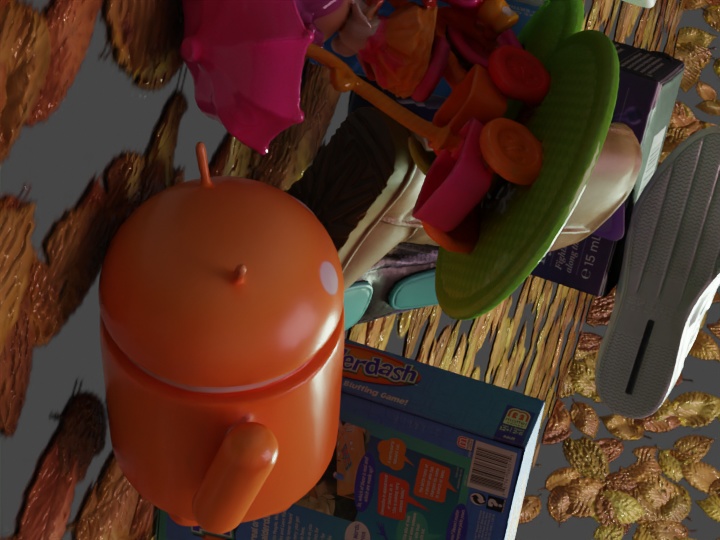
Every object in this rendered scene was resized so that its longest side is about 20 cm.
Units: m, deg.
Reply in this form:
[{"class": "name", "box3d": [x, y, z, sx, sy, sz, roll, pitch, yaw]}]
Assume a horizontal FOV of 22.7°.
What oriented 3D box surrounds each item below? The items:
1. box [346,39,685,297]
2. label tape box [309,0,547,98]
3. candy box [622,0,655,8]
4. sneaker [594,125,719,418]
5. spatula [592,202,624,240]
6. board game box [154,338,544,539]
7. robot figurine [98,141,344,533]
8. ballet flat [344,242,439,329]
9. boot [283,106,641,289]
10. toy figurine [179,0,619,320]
[{"class": "box", "box3d": [0.096, -0.089, 1.183, 0.104, 0.199, 0.149, -35, 140, -67]}, {"class": "label tape box", "box3d": [0.052, -0.194, 0.982, 0.066, 0.142, 0.202, -28, 133, -74]}, {"class": "candy box", "box3d": [0.074, -0.241, 0.888, 0.072, 0.198, 0.169, 38, 69, -77]}, {"class": "sneaker", "box3d": [0.199, -0.005, 1.150, 0.071, 0.073, 0.201, -55, 167, -68]}, {"class": "spatula", "box3d": [0.070, -0.059, 1.114, 0.021, 0.198, 0.057, -54, 147, -52]}, {"class": "board game box", "box3d": [-0.011, 0.111, 0.974, 0.045, 0.198, 0.153, -58, 162, -52]}, {"class": "robot figurine", "box3d": [-0.063, 0.040, 0.839, 0.144, 0.116, 0.201, -54, 158, -38]}, {"class": "ballet flat", "box3d": [0.000, 0.000, 1.101, 0.199, 0.072, 0.072, -14, 132, -26]}, {"class": "boot", "box3d": [0.043, -0.023, 1.013, 0.199, 0.067, 0.175, 0, 147, -44]}, {"class": "toy figurine", "box3d": [0.006, -0.102, 0.837, 0.150, 0.183, 0.201, -48, -159, 42]}]
